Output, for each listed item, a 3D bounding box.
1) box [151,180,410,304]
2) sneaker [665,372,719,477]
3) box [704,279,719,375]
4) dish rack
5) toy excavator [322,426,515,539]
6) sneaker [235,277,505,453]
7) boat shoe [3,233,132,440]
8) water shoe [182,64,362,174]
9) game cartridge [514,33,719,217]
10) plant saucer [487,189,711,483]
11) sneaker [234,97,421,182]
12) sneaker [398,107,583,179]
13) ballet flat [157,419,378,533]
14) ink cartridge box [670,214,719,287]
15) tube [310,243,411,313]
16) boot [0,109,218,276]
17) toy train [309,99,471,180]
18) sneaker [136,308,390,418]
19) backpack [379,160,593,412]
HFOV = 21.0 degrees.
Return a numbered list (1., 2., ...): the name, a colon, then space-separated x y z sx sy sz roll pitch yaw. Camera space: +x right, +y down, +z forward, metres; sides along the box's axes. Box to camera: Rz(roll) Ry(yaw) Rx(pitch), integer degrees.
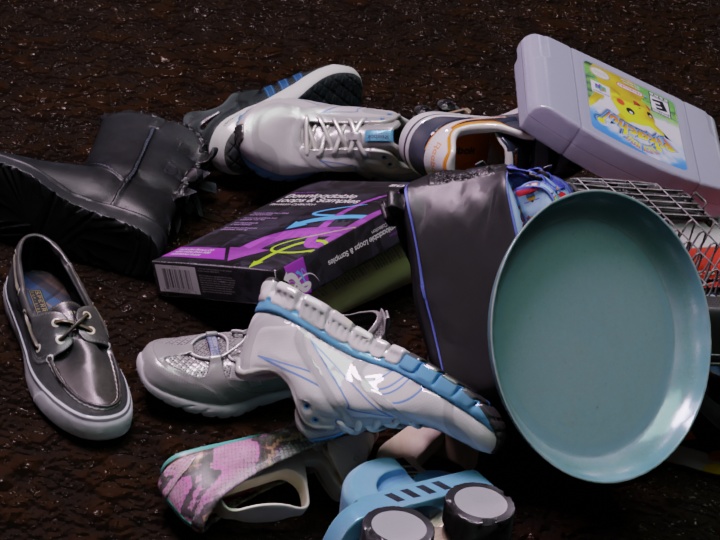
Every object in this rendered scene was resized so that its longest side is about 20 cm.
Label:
1. box: -0.049 -0.026 1.570 0.142 0.036 0.200 4 22 42
2. sneaker: 0.222 0.099 1.470 0.199 0.090 0.070 6 35 -7
3. box: 0.250 0.042 1.583 0.199 0.038 0.137 -3 27 -19
4. dish rack: 0.238 -0.005 1.502 0.153 0.055 0.200 4 32 -31
5. toy excavator: 0.037 0.160 1.344 0.193 0.101 0.200 -11 32 -30
6. sneaker: 0.003 0.087 1.335 0.199 0.087 0.075 27 -6 16
7. boat shoe: -0.223 0.047 1.452 0.068 0.057 0.200 -9 40 -26
8. water shoe: -0.078 -0.147 1.751 0.079 0.072 0.200 22 31 33
9. game cartridge: 0.224 -0.120 1.652 0.199 0.041 0.134 22 39 -17
10. plant saucer: 0.161 0.046 1.342 0.199 0.202 0.027 -17 5 -33
11. sneaker: -0.010 -0.115 1.673 0.199 0.076 0.087 1 -6 -27
12. sneaker: 0.137 -0.099 1.657 0.199 0.079 0.079 -8 24 -25
13. ballet flat: -0.047 0.138 1.377 0.199 0.069 0.071 -19 63 -30
14. ink cartridge box: 0.243 -0.030 1.637 0.161 0.051 0.200 -4 14 -19
15. tube: 0.000 0.000 1.592 0.199 0.058 0.052 -23 91 -34
16. boot: -0.223 -0.082 1.620 0.197 0.074 0.163 20 38 1
17. toy train: 0.027 -0.117 1.769 0.199 0.034 0.046 -18 48 -34
18. sneaker: -0.070 0.055 1.460 0.199 0.082 0.075 -3 37 -19
19. backpack: 0.107 0.009 1.459 0.134 0.184 0.200 -12 -1 12
